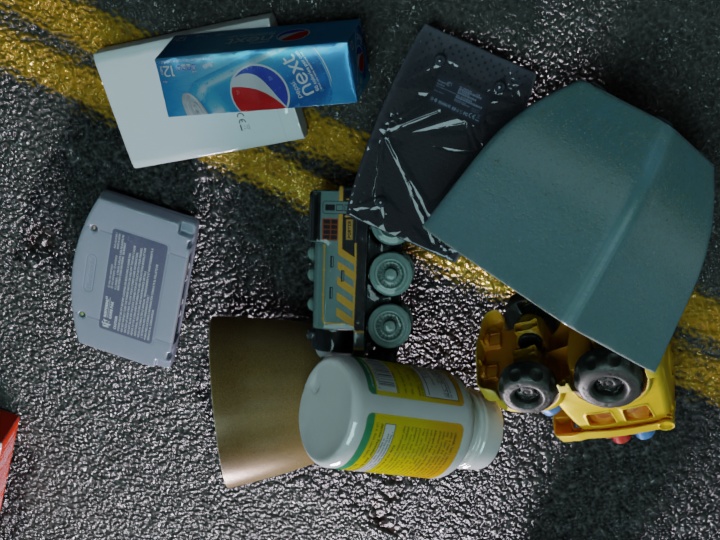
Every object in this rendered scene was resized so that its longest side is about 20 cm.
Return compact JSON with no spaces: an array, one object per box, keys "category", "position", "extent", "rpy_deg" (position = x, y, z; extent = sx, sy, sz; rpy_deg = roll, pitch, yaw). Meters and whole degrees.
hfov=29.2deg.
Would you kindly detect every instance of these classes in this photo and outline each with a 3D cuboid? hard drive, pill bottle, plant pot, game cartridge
[{"category":"hard drive","position":[-0.165,-0.184,1.437],"extent":[0.197,0.027,0.133],"rpy_deg":[-8,117,17]},{"category":"pill bottle","position":[0.046,0.154,1.418],"extent":[0.198,0.113,0.113],"rpy_deg":[10,129,-33]},{"category":"plant pot","position":[-0.058,0.135,1.518],"extent":[0.197,0.187,0.189],"rpy_deg":[-6,119,0]},{"category":"plant pot","position":[0.219,-0.055,1.294],"extent":[0.195,0.196,0.201],"rpy_deg":[36,97,39]},{"category":"hard drive","position":[0.078,-0.125,1.362],"extent":[0.133,0.042,0.202],"rpy_deg":[23,97,0]},{"category":"game cartridge","position":[-0.260,0.009,1.566],"extent":[0.131,0.041,0.202],"rpy_deg":[16,121,0]}]

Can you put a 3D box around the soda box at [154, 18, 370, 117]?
[{"category":"soda box","position":[-0.095,-0.198,1.357],"extent":[0.197,0.068,0.065],"rpy_deg":[-3,118,15]}]

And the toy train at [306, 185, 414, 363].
[{"category":"toy train","position":[0.000,0.000,1.442],"extent":[0.112,0.085,0.203],"rpy_deg":[2,95,4]}]

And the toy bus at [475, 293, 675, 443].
[{"category":"toy bus","position":[0.240,0.117,1.462],"extent":[0.198,0.137,0.193],"rpy_deg":[-11,133,21]}]

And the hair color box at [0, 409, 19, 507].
[{"category":"hair color box","position":[-0.507,0.256,1.752],"extent":[0.110,0.064,0.202],"rpy_deg":[20,121,0]}]
